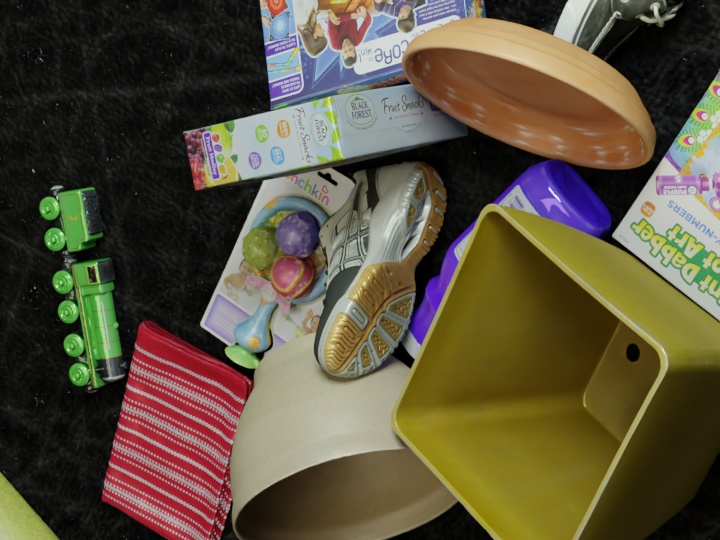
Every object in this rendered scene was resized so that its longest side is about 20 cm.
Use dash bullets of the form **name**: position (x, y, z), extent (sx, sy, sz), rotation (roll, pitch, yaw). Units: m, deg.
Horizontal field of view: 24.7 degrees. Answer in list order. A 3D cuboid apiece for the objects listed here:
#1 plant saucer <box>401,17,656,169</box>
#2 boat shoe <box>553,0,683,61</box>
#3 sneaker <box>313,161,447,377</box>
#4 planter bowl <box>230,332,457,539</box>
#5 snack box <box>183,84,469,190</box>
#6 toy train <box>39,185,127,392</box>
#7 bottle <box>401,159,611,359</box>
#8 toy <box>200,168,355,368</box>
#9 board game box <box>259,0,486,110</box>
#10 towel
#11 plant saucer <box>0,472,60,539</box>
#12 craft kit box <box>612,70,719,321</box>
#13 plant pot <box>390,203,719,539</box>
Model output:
- **plant saucer**: position (0.128, -0.134, 1.220), extent (0.199, 0.200, 0.038), rotation (18, 80, 27)
- **boat shoe**: position (0.206, -0.212, 1.213), extent (0.064, 0.071, 0.201), rotation (38, 116, 21)
- **sneaker**: position (0.000, 0.000, 1.341), extent (0.087, 0.201, 0.076), rotation (4, 145, 35)
- **planter bowl**: position (-0.019, 0.134, 1.370), extent (0.200, 0.199, 0.136), rotation (-34, 55, 32)
- **snack box**: position (-0.023, -0.108, 1.299), extent (0.141, 0.200, 0.053), rotation (-11, 94, 33)
- **toy train**: position (-0.261, 0.017, 1.570), extent (0.056, 0.042, 0.202), rotation (-7, 96, 22)
- **bottle**: position (0.110, 0.001, 1.320), extent (0.084, 0.065, 0.200), rotation (50, 121, 12)
- **toy**: position (-0.071, -0.001, 1.442), extent (0.115, 0.047, 0.201), rotation (33, 116, 20)
- **board game box**: position (0.006, -0.216, 1.338), extent (0.199, 0.034, 0.137), rotation (-11, 81, 34)
- **towel**: position (-0.174, 0.162, 1.556), extent (0.144, 0.022, 0.201), rotation (26, 113, 26)
- **plant saucer**: position (-0.387, 0.330, 1.707), extent (0.200, 0.048, 0.200), rotation (44, 119, 17)
- **craft kit box**: position (0.315, -0.046, 1.199), extent (0.200, 0.048, 0.198), rotation (39, 121, 19)
- **plant pot**: position (0.174, 0.088, 1.214), extent (0.200, 0.175, 0.201), rotation (44, 121, 40)
